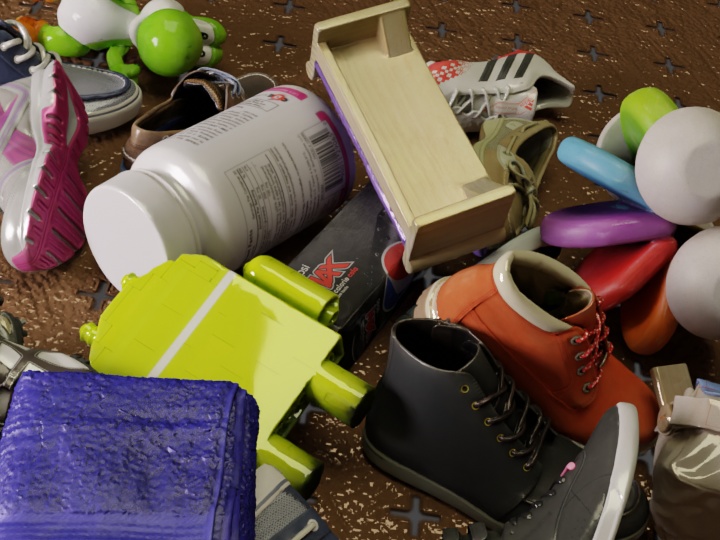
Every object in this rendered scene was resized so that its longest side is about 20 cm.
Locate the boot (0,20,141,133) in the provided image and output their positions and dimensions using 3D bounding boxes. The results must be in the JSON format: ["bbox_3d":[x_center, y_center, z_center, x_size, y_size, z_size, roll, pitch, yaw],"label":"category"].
[{"bbox_3d":[-0.287,-0.170,1.068,0.199,0.091,0.073,-6,41,-18],"label":"boot"}]

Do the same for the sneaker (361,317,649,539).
[{"bbox_3d":[0.098,0.108,0.809,0.199,0.107,0.075,18,40,11],"label":"sneaker"}]

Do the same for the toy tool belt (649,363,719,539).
[{"bbox_3d":[0.287,0.124,0.818,0.199,0.125,0.123,12,47,2],"label":"toy tool belt"}]

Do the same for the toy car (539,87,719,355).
[{"bbox_3d":[0.212,-0.032,0.945,0.149,0.201,0.175,-17,11,-1],"label":"toy car"}]

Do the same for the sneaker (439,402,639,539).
[{"bbox_3d":[0.099,0.154,0.745,0.099,0.071,0.201,20,65,13],"label":"sneaker"}]

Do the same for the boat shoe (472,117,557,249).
[{"bbox_3d":[0.131,-0.080,1.050,0.063,0.074,0.201,-8,21,14],"label":"boat shoe"}]

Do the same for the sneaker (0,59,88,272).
[{"bbox_3d":[-0.268,-0.075,0.986,0.088,0.082,0.201,-14,48,8],"label":"sneaker"}]

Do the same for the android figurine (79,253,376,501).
[{"bbox_3d":[-0.095,0.067,0.824,0.199,0.041,0.182,27,67,18],"label":"android figurine"}]

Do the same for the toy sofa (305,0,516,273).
[{"bbox_3d":[0.033,-0.097,0.951,0.082,0.098,0.201,-19,66,-16],"label":"toy sofa"}]

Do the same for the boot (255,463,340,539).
[{"bbox_3d":[-0.083,0.202,0.692,0.090,0.073,0.200,41,57,8],"label":"boot"}]

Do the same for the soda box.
[{"bbox_3d":[0.000,0.000,0.955,0.070,0.064,0.200,23,42,16],"label":"soda box"}]

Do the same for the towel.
[{"bbox_3d":[-0.125,0.135,0.656,0.147,0.050,0.201,7,44,-9],"label":"towel"}]

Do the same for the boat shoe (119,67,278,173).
[{"bbox_3d":[-0.128,-0.133,1.081,0.072,0.073,0.200,25,42,17],"label":"boat shoe"}]

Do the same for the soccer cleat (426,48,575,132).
[{"bbox_3d":[0.118,-0.161,1.173,0.199,0.069,0.085,-20,43,-38],"label":"soccer cleat"}]

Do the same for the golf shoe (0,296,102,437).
[{"bbox_3d":[-0.230,0.079,0.787,0.199,0.078,0.094,27,18,34],"label":"golf shoe"}]

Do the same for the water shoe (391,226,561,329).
[{"bbox_3d":[0.101,0.034,0.948,0.200,0.071,0.079,-31,83,-43],"label":"water shoe"}]

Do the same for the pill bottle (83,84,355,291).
[{"bbox_3d":[-0.107,-0.059,0.965,0.113,0.114,0.200,33,44,26],"label":"pill bottle"}]

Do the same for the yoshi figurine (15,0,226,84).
[{"bbox_3d":[-0.226,-0.228,1.161,0.199,0.113,0.113,10,55,-3],"label":"yoshi figurine"}]

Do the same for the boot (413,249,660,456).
[{"bbox_3d":[0.143,0.059,0.842,0.199,0.107,0.075,32,53,-16],"label":"boot"}]
